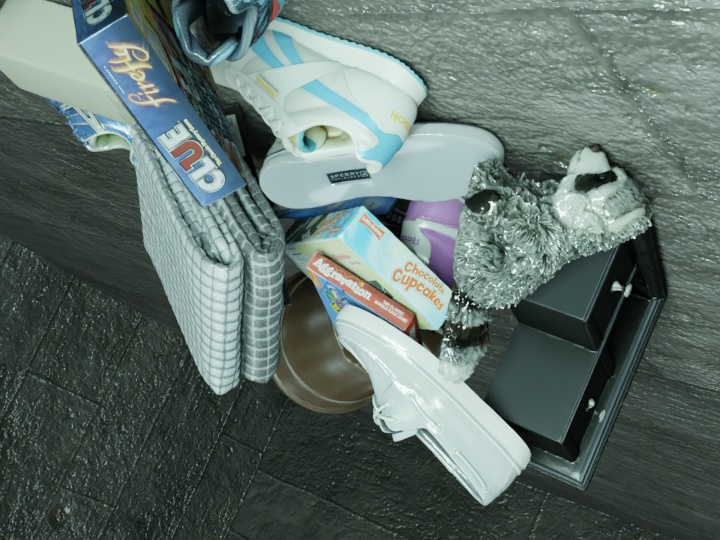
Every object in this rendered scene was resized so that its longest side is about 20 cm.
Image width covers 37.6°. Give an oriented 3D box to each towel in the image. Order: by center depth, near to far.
[{"bbox_3d":[-0.128,-0.020,0.923,0.166,0.085,0.201,96,150,-47],"label":"towel"}]

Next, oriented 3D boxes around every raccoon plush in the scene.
[{"bbox_3d":[0.140,0.000,0.793,0.133,0.097,0.201,13,125,12],"label":"raccoon plush"}]

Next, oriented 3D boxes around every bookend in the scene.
[{"bbox_3d":[0.172,0.057,0.885,0.092,0.200,0.200,20,166,27],"label":"bookend"}]

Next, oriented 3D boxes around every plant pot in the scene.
[{"bbox_3d":[-0.004,0.072,1.336,0.199,0.202,0.198,28,160,-14],"label":"plant pot"}]

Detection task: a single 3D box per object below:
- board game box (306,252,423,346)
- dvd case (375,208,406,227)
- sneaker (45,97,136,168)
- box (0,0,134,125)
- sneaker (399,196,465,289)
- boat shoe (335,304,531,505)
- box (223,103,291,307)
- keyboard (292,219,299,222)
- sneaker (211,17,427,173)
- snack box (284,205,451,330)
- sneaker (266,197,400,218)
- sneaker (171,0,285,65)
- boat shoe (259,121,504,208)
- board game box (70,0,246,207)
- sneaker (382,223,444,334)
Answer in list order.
[{"bbox_3d":[0.012,0.052,0.960,0.103,0.020,0.200,31,166,17],"label":"board game box"},{"bbox_3d":[0.047,-0.030,1.169,0.199,0.025,0.150,27,167,-7],"label":"dvd case"},{"bbox_3d":[-0.284,-0.173,1.094,0.199,0.078,0.076,24,169,11],"label":"sneaker"},{"bbox_3d":[-0.241,-0.187,0.971,0.199,0.069,0.082,21,166,19],"label":"box"},{"bbox_3d":[0.110,0.003,0.983,0.200,0.115,0.072,30,165,-28],"label":"sneaker"},{"bbox_3d":[0.048,0.112,0.871,0.200,0.069,0.072,43,166,-7],"label":"boat shoe"},{"bbox_3d":[-0.135,-0.052,1.073,0.043,0.202,0.160,-15,-178,-20],"label":"box"},{"bbox_3d":[-0.022,-0.006,1.164,0.056,0.011,0.200,38,-174,-34],"label":"keyboard"},{"bbox_3d":[-0.052,-0.135,0.800,0.199,0.081,0.077,20,168,26],"label":"sneaker"},{"bbox_3d":[0.000,0.000,0.943,0.116,0.037,0.200,43,167,-14],"label":"snack box"},{"bbox_3d":[-0.033,-0.070,1.035,0.089,0.079,0.199,34,164,-28],"label":"sneaker"},{"bbox_3d":[-0.096,-0.175,0.682,0.079,0.096,0.200,26,167,-6],"label":"sneaker"},{"bbox_3d":[0.018,-0.098,0.852,0.198,0.070,0.071,-6,136,19],"label":"boat shoe"},{"bbox_3d":[-0.136,-0.149,0.678,0.136,0.034,0.201,57,-173,-42],"label":"board game box"},{"bbox_3d":[0.048,0.013,1.122,0.200,0.078,0.090,40,172,-35],"label":"sneaker"}]
